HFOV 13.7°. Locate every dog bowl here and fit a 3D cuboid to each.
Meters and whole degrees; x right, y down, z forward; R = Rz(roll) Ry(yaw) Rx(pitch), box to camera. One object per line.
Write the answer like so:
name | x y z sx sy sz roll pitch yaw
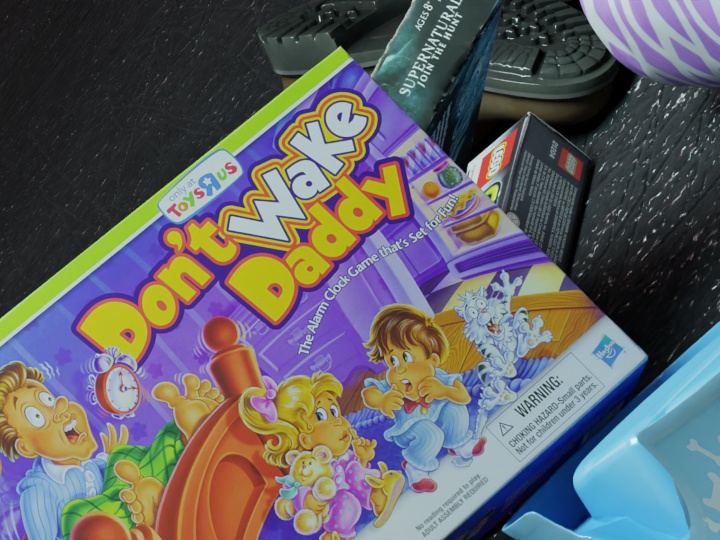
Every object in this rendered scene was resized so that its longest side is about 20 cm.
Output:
dog bowl | 0.110 0.038 0.794 0.111 0.050 0.200 -41 -3 -26

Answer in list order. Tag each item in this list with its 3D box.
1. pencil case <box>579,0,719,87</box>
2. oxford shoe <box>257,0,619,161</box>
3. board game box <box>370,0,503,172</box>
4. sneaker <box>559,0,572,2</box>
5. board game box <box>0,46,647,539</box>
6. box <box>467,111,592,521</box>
pencil case | 0.146 -0.107 1.014 0.085 0.084 0.200 -44 16 -12
oxford shoe | 0.042 -0.073 1.268 0.073 0.085 0.200 -28 21 -31
board game box | 0.000 0.000 1.025 0.136 0.028 0.200 -61 -9 -23
sneaker | 0.100 -0.152 1.256 0.200 0.084 0.073 4 87 47
board game box | -0.035 0.048 0.867 0.200 0.134 0.045 -40 -14 -19
box | 0.027 0.039 1.131 0.110 0.035 0.200 -41 21 37
